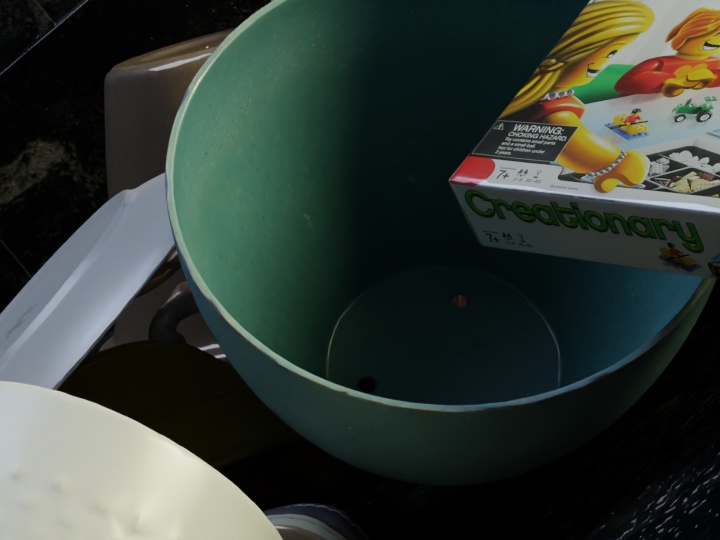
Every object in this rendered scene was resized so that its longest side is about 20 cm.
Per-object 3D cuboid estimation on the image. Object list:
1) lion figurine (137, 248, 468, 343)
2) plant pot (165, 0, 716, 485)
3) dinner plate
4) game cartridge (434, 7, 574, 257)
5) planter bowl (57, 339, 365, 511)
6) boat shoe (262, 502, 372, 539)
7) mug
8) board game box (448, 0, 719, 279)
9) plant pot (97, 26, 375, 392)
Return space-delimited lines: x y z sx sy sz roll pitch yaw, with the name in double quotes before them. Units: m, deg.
"lion figurine" 0.000 0.000 0.939 0.073 0.199 0.123 106 -173 -68
"plant pot" 0.032 0.001 0.809 0.200 0.200 0.135 -43 -25 -25
"dinner plate" -0.128 0.025 0.863 0.200 0.024 0.200 -47 11 12
"game cartridge" 0.071 -0.098 0.857 0.042 0.133 0.201 -41 -27 -51
"planter bowl" -0.099 0.087 0.904 0.200 0.084 0.201 -28 -17 -10
"boat shoe" -0.059 0.128 0.832 0.200 0.072 0.065 -40 10 44
"mug" -0.097 0.149 0.680 0.199 0.148 0.176 2 51 31
"board game box" 0.141 -0.050 0.688 0.199 0.035 0.126 9 50 42
"plant pot" -0.046 -0.028 1.052 0.199 0.175 0.200 -14 11 3
